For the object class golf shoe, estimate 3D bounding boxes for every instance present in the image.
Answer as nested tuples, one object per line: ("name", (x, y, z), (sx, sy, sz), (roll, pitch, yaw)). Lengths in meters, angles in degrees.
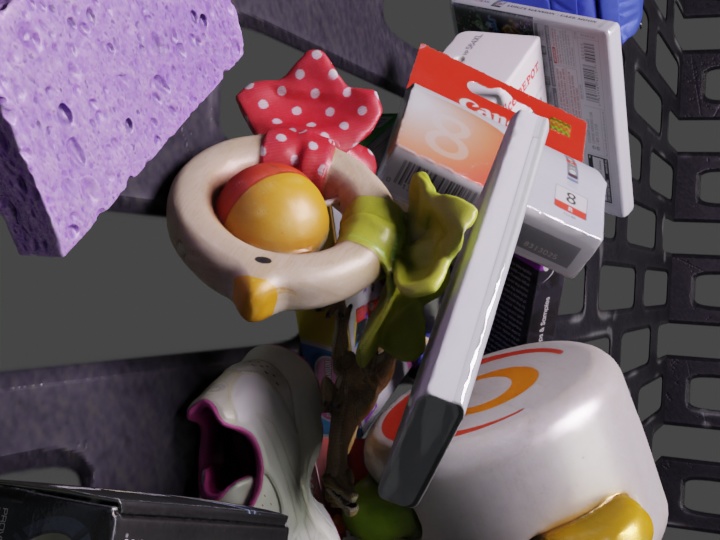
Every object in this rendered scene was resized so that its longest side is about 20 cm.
("golf shoe", (-0.063, 0.150, 0.658), (0.091, 0.075, 0.201), (-21, 104, -56))

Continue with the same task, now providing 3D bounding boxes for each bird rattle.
("bird rattle", (-0.031, -0.043, 0.608), (0.162, 0.200, 0.113), (-17, 148, -32))

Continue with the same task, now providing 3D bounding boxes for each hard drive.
("hard drive", (0.060, 0.021, 0.622), (0.132, 0.026, 0.201), (105, 5, -55))

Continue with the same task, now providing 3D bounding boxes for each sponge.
("sponge", (-0.121, -0.111, 0.527), (0.200, 0.030, 0.112), (-62, 147, -46))

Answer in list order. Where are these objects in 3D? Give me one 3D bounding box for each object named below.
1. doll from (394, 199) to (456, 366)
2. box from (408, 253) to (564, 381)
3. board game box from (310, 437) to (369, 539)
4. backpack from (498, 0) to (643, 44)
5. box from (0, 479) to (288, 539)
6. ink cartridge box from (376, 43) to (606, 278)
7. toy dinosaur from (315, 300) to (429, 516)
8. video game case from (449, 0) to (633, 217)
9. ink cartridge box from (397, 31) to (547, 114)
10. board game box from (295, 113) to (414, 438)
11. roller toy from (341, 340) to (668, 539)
("doll", (0.054, 0.017, 0.825), (0.136, 0.048, 0.201), (-48, 130, -56))
("box", (0.102, 0.032, 0.889), (0.036, 0.143, 0.201), (-8, 118, -32))
("board game box", (0.012, 0.214, 0.734), (0.103, 0.019, 0.201), (12, 58, -52))
("backpack", (0.203, -0.308, 1.091), (0.201, 0.167, 0.163), (-77, 164, -44))
("box", (-0.118, 0.205, 0.502), (0.164, 0.086, 0.201), (33, 63, -63))
("ink cartridge box", (0.107, -0.101, 0.806), (0.050, 0.161, 0.201), (120, -9, -45))
("toy dinosaur", (0.002, 0.065, 0.689), (0.200, 0.058, 0.102), (-60, 157, -55))
("video game case", (0.175, -0.158, 1.031), (0.023, 0.181, 0.201), (-40, 133, -28))
("ink cartridge box", (0.116, -0.098, 0.996), (0.146, 0.084, 0.201), (-54, 142, -39))
("board game box", (0.000, 0.000, 0.809), (0.153, 0.040, 0.201), (-46, 134, -57))
("roller toy", (0.107, 0.142, 0.721), (0.182, 0.199, 0.141), (-37, 108, -56))
